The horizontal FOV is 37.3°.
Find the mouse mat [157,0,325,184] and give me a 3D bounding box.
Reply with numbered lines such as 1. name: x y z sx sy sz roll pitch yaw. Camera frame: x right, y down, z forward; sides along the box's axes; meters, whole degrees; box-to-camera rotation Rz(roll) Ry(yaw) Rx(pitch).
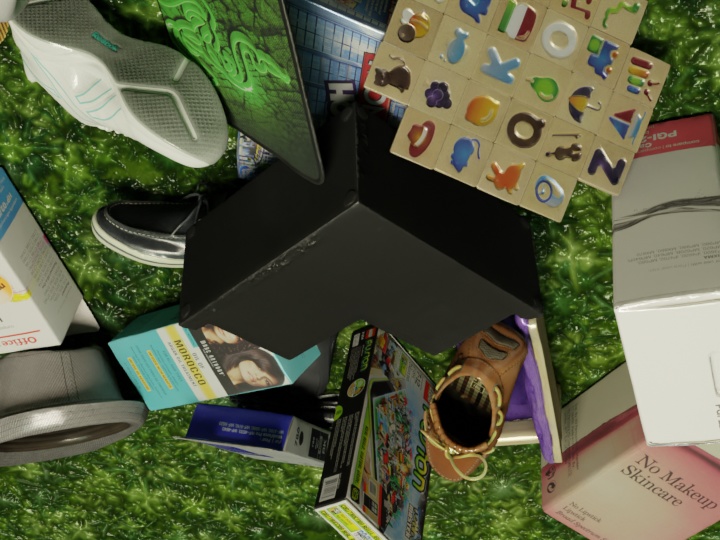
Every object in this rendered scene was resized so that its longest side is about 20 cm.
1. mouse mat: -0.094 -0.157 0.734 0.007 0.200 0.162 -31 132 -21

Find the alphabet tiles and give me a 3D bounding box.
1. alphabet tiles: 0.110 -0.135 0.740 0.198 0.006 0.168 21 91 -9

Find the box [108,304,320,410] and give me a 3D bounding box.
1. box: -0.135 0.070 0.962 0.199 0.049 0.083 -16 110 41

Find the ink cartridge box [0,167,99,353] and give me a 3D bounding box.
1. ink cartridge box: -0.338 0.013 0.980 0.114 0.068 0.201 -9 129 18

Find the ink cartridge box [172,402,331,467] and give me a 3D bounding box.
1. ink cartridge box: -0.091 0.157 1.008 0.098 0.040 0.200 5 168 15

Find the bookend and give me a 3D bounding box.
1. bookend: 0.000 0.000 0.821 0.199 0.093 0.198 28 135 -35

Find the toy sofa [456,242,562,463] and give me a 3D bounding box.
1. toy sofa: 0.125 0.079 0.936 0.082 0.098 0.201 -6 131 15

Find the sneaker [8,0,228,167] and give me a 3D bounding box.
1. sneaker: -0.180 -0.137 0.804 0.200 0.070 0.080 36 147 12

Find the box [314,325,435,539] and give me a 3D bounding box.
1. box: 0.020 0.156 0.953 0.035 0.201 0.110 -23 125 29

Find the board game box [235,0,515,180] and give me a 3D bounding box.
1. board game box: 0.009 -0.126 0.800 0.198 0.062 0.201 11 132 1

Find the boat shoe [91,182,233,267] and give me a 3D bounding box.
1. boat shoe: -0.126 -0.039 0.897 0.198 0.075 0.063 9 125 -1

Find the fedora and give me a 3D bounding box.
1. fedora: -0.299 0.125 1.035 0.175 0.091 0.200 -7 165 -22

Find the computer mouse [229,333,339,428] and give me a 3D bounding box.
1. computer mouse: -0.062 0.086 1.005 0.137 0.053 0.201 9 132 4

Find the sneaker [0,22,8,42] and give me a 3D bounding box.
1. sneaker: -0.361 -0.212 0.783 0.200 0.075 0.090 42 135 -16

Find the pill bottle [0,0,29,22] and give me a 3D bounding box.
1. pill bottle: -0.297 -0.261 0.699 0.199 0.116 0.116 29 130 -14

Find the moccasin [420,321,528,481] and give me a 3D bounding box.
1. moccasin: 0.089 0.125 0.896 0.073 0.078 0.202 32 145 8

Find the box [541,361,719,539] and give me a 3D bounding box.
1. box: 0.275 0.161 0.972 0.127 0.109 0.200 31 130 -17

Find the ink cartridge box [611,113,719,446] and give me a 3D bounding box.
1. ink cartridge box: 0.235 0.006 0.781 0.084 0.201 0.146 -10 129 18
